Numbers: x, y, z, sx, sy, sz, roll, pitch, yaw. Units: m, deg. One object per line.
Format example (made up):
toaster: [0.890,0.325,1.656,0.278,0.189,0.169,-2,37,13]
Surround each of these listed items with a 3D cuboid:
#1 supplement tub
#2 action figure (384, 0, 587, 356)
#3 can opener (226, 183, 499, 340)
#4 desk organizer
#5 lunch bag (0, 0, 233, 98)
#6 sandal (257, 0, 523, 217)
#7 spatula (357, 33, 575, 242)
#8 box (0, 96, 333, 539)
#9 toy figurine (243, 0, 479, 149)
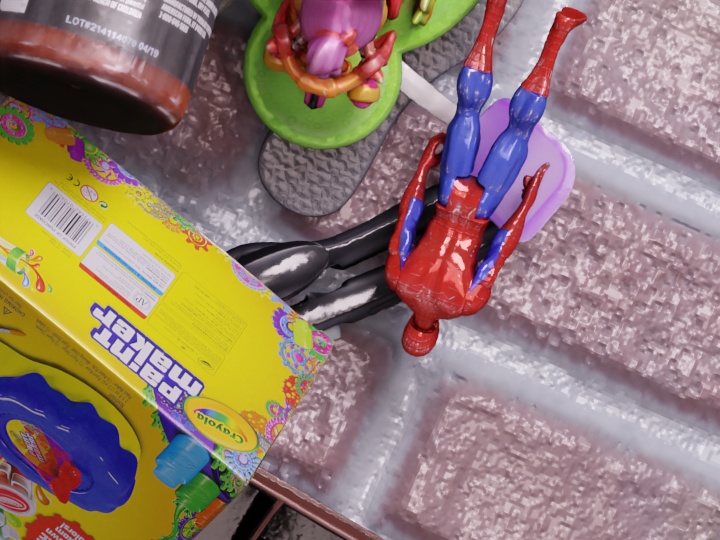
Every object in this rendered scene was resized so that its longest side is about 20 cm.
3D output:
supplement tub: [-0.104,-0.171,1.388,0.107,0.107,0.201,18,79,-7]
action figure: [0.059,-0.046,1.544,0.065,0.052,0.200,21,105,4]
can opener: [0.000,0.000,1.593,0.200,0.079,0.064,-19,102,-18]
desk organizer: [-0.033,0.158,1.584,0.200,0.077,0.072,31,89,-7]
lunch bag: [-0.168,-0.188,1.510,0.139,0.168,0.200,-30,97,-21]
sandal: [0.015,-0.119,1.601,0.076,0.043,0.200,42,98,-5]
spatula: [0.028,-0.098,1.570,0.200,0.021,0.057,40,102,-6]
box: [-0.158,0.057,1.459,0.200,0.122,0.193,39,128,-5]
toy figurine: [-0.009,-0.148,1.461,0.150,0.184,0.201,16,99,0]
